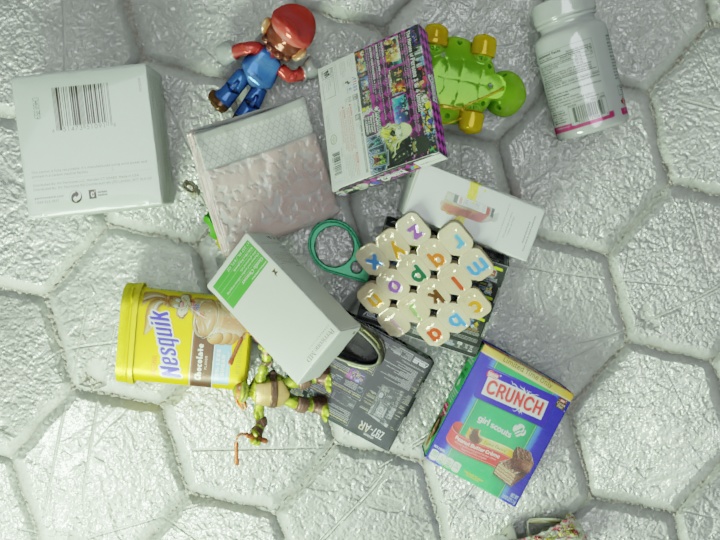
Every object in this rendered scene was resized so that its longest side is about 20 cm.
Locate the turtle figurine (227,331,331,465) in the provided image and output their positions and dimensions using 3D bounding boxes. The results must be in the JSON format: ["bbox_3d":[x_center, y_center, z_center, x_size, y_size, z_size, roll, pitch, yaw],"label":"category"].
[{"bbox_3d":[-0.126,0.192,1.330,0.157,0.064,0.205,4,97,-12],"label":"turtle figurine"}]

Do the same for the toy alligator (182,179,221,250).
[{"bbox_3d":[-0.206,-0.055,1.362,0.199,0.060,0.054,43,132,-5],"label":"toy alligator"}]

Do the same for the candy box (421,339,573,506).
[{"bbox_3d":[0.214,0.236,1.391,0.167,0.077,0.203,28,92,-4],"label":"candy box"}]

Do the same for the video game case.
[{"bbox_3d":[0.028,-0.229,1.281,0.178,0.036,0.205,-18,71,28],"label":"video game case"}]

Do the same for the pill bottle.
[{"bbox_3d":[0.327,-0.308,1.334,0.111,0.113,0.205,-15,95,-1],"label":"pill bottle"}]

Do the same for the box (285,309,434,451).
[{"bbox_3d":[-0.005,0.164,1.391,0.197,0.044,0.163,27,93,-4],"label":"box"}]

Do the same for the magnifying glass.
[{"bbox_3d":[0.000,0.000,1.392,0.199,0.022,0.080,42,92,-3],"label":"magnifying glass"}]

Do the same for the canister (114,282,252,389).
[{"bbox_3d":[-0.265,0.103,1.354,0.195,0.087,0.152,6,96,-5],"label":"canister"}]

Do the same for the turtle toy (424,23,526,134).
[{"bbox_3d":[0.157,-0.279,1.334,0.195,0.101,0.149,11,95,-4],"label":"turtle toy"}]

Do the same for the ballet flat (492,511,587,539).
[{"bbox_3d":[0.266,0.436,1.423,0.195,0.076,0.065,-11,64,-6],"label":"ballet flat"}]

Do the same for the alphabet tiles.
[{"bbox_3d":[0.093,0.014,1.297,0.199,0.015,0.196,-36,106,24],"label":"alphabet tiles"}]

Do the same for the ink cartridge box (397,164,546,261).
[{"bbox_3d":[0.159,-0.091,1.329,0.196,0.145,0.085,21,95,-4],"label":"ink cartridge box"}]

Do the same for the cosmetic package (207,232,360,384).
[{"bbox_3d":[-0.109,0.051,1.268,0.200,0.085,0.108,44,105,16],"label":"cosmetic package"}]

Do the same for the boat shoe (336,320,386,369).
[{"bbox_3d":[-0.051,0.086,1.330,0.199,0.060,0.073,28,94,-1],"label":"boat shoe"}]

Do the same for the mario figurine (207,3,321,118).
[{"bbox_3d":[-0.140,-0.315,1.344,0.201,0.123,0.106,-49,54,9],"label":"mario figurine"}]

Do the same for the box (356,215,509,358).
[{"bbox_3d":[0.108,0.026,1.342,0.196,0.044,0.163,17,113,1],"label":"box"}]

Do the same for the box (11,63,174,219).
[{"bbox_3d":[-0.386,-0.186,1.302,0.194,0.131,0.205,-6,95,-2],"label":"box"}]

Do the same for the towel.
[{"bbox_3d":[-0.141,-0.142,1.322,0.197,0.032,0.195,-22,105,-22],"label":"towel"}]
